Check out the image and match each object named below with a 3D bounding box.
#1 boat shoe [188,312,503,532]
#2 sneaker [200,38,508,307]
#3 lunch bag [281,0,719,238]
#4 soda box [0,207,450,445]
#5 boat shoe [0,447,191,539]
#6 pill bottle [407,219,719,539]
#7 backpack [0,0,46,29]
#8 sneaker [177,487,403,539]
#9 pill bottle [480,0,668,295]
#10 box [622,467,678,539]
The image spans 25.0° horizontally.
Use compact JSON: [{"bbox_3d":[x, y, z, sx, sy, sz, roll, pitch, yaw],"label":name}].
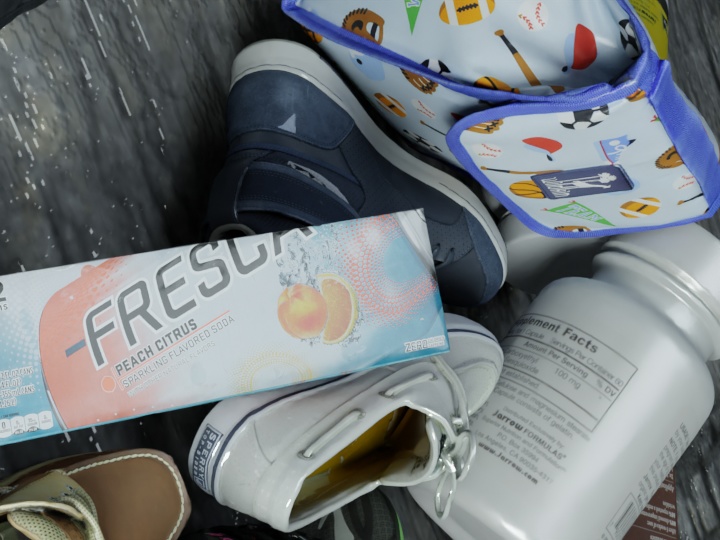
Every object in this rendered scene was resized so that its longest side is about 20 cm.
[{"bbox_3d":[0.020,0.076,0.751,0.201,0.086,0.075,-12,126,-49],"label":"boat shoe"},{"bbox_3d":[-0.002,0.000,0.811,0.202,0.077,0.147,38,43,-34],"label":"sneaker"},{"bbox_3d":[0.084,-0.100,0.832,0.124,0.199,0.170,-59,149,-4],"label":"lunch bag"},{"bbox_3d":[-0.067,0.023,0.659,0.199,0.068,0.064,-11,88,-26],"label":"soda box"},{"bbox_3d":[-0.126,0.117,0.604,0.200,0.074,0.076,-28,91,-54],"label":"boat shoe"},{"bbox_3d":[0.125,0.069,0.875,0.200,0.114,0.114,-51,124,-15],"label":"pill bottle"},{"bbox_3d":[-0.156,-0.180,0.578,0.153,0.200,0.191,31,49,-4],"label":"backpack"},{"bbox_3d":[-0.043,0.143,0.718,0.200,0.076,0.084,-43,118,-52],"label":"sneaker"},{"bbox_3d":[0.132,-0.090,1.002,0.112,0.112,0.202,35,53,-43],"label":"pill bottle"},{"bbox_3d":[0.139,0.184,0.958,0.100,0.075,0.202,24,58,-49],"label":"box"}]
